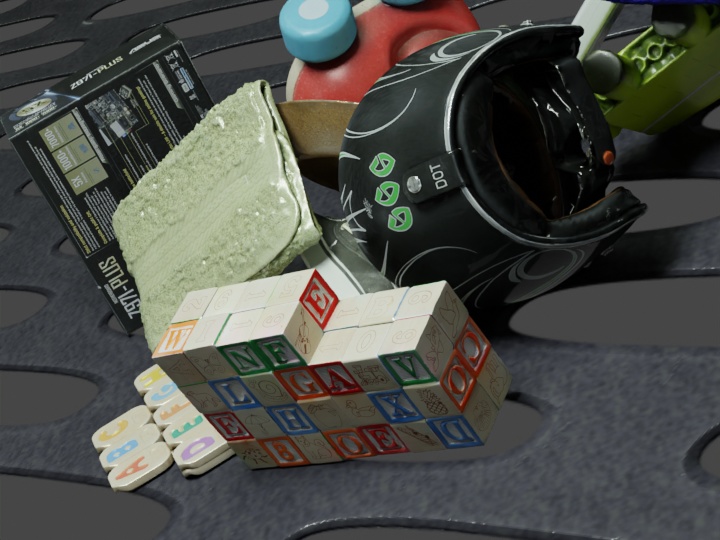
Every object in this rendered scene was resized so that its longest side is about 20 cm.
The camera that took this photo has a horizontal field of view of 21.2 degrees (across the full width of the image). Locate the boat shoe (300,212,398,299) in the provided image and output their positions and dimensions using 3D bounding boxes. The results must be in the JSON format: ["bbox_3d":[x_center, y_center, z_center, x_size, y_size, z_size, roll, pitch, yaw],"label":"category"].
[{"bbox_3d":[0.000,0.000,1.409,0.063,0.071,0.200,-31,29,-4],"label":"boat shoe"}]

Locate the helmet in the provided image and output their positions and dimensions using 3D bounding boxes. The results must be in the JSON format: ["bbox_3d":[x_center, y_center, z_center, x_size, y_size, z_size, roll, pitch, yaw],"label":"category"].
[{"bbox_3d":[0.082,-0.067,1.286,0.200,0.200,0.191,-40,8,-27],"label":"helmet"}]

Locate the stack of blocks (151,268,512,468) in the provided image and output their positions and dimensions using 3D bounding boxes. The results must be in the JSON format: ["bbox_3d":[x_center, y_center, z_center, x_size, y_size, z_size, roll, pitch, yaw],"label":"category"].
[{"bbox_3d":[-0.019,0.060,1.212,0.199,0.115,0.059,-10,40,39],"label":"stack of blocks"}]

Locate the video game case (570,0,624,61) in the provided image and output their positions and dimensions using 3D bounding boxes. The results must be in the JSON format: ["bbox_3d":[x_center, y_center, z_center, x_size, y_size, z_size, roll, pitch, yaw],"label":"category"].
[{"bbox_3d":[0.201,-0.221,1.520,0.201,0.024,0.182,-61,-6,28],"label":"video game case"}]

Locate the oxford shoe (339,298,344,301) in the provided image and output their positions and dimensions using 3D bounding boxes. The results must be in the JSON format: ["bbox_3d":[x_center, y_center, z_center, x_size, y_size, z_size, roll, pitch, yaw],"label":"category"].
[{"bbox_3d":[-0.017,0.046,1.294,0.199,0.075,0.058,0,46,33],"label":"oxford shoe"}]

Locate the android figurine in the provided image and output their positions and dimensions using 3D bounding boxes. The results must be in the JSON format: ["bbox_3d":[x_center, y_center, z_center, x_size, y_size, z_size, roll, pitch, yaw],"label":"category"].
[{"bbox_3d":[0.228,-0.151,1.368,0.182,0.041,0.200,-39,-17,23],"label":"android figurine"}]

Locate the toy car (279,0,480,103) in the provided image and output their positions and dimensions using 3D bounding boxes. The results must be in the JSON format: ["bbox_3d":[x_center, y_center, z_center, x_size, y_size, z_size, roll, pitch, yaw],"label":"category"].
[{"bbox_3d":[0.056,-0.138,1.569,0.177,0.185,0.200,-35,50,-15],"label":"toy car"}]

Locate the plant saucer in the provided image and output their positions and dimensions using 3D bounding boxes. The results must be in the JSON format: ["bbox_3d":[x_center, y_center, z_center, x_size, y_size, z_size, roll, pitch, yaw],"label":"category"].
[{"bbox_3d":[0.020,-0.082,1.464,0.200,0.199,0.036,0,75,51],"label":"plant saucer"}]

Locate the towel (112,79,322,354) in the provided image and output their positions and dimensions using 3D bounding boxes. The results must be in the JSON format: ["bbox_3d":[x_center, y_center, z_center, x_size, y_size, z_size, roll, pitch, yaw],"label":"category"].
[{"bbox_3d":[-0.113,-0.037,1.446,0.036,0.149,0.200,6,-35,-45],"label":"towel"}]

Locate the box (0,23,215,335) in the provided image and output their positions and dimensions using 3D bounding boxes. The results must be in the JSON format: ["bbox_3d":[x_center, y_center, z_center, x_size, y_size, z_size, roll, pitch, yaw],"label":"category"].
[{"bbox_3d":[-0.180,-0.077,1.617,0.163,0.201,0.086,-31,23,-4],"label":"box"}]

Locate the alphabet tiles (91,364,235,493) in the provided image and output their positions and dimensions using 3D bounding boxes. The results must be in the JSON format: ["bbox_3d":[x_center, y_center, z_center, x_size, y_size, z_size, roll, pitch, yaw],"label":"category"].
[{"bbox_3d":[-0.106,0.089,1.408,0.195,0.015,0.200,-32,22,-6],"label":"alphabet tiles"}]

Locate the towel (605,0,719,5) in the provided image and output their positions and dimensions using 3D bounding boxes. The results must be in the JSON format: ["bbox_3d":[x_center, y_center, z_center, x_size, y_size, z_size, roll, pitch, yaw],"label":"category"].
[{"bbox_3d":[0.261,-0.221,1.274,0.200,0.050,0.147,-30,20,-36],"label":"towel"}]
